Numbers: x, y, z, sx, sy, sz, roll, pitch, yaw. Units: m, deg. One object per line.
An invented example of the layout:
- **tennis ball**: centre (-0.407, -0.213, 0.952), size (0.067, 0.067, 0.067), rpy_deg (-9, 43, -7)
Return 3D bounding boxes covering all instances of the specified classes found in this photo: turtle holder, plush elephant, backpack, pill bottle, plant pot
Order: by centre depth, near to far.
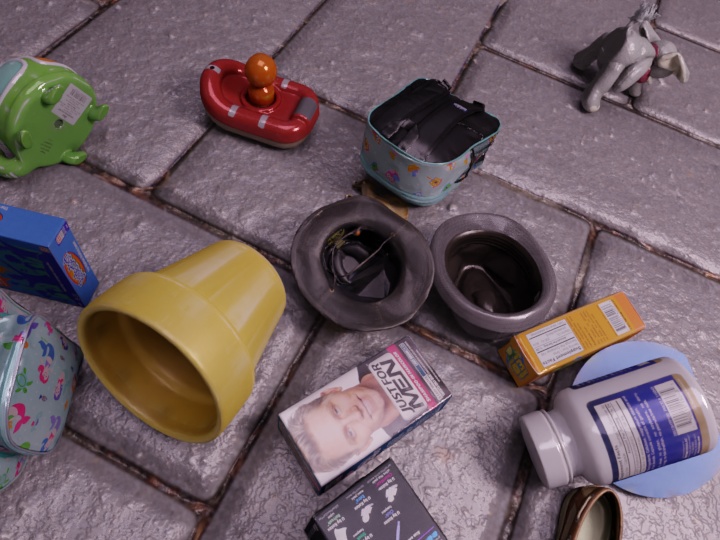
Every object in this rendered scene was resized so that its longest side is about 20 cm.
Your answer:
- **backpack**: centre (-0.401, 0.134, 0.584), size (0.149, 0.178, 0.201), rpy_deg (9, 62, 2)
- **plant pot**: centre (-0.190, 0.067, 0.661), size (0.200, 0.201, 0.189), rpy_deg (30, 43, 9)
- **pill bottle**: centre (0.307, 0.193, 0.679), size (0.199, 0.120, 0.120), rpy_deg (-19, 62, 4)
- **turtle holder**: centre (-0.484, -0.226, 0.822), size (0.131, 0.186, 0.141), rpy_deg (35, 28, 11)
- **backpack**: centre (0.096, -0.195, 0.874), size (0.176, 0.154, 0.200), rpy_deg (39, 46, 14)
- **plush elephant**: centre (0.543, -0.409, 1.085), size (0.154, 0.200, 0.166), rpy_deg (18, 48, -20)

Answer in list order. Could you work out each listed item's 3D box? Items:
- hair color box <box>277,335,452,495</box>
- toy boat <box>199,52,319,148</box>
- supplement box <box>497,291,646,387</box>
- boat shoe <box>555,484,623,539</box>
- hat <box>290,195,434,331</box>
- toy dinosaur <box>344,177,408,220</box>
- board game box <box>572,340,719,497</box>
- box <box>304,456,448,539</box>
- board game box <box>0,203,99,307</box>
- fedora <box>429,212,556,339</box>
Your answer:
- **hair color box**: centre (0.006, 0.177, 0.692), size (0.199, 0.061, 0.100), rpy_deg (-28, 67, -23)
- **toy boat**: centre (-0.165, -0.297, 0.907), size (0.199, 0.131, 0.131), rpy_deg (18, 58, 2)
- **supplement box**: centre (0.300, 0.097, 0.787), size (0.199, 0.067, 0.069), rpy_deg (-16, 66, -18)
- **boat shoe**: centre (0.255, 0.339, 0.628), size (0.075, 0.074, 0.201), rpy_deg (21, 58, 4)
- **hat**: centre (0.000, 0.000, 0.780), size (0.199, 0.081, 0.202), rpy_deg (1, 71, -4)
- **toy dinosaur**: centre (0.039, -0.076, 0.852), size (0.101, 0.058, 0.200), rpy_deg (-32, 69, -26)
- **board game box**: centre (0.381, 0.200, 0.749), size (0.157, 0.039, 0.201), rpy_deg (-15, 69, 5)
- **box**: centre (0.040, 0.321, 0.575), size (0.106, 0.123, 0.200), rpy_deg (-29, 67, -24)
- **board game box**: centre (-0.449, -0.028, 0.686), size (0.199, 0.152, 0.045), rpy_deg (14, 58, 0)
- **fedora**: centre (0.181, 0.019, 0.794), size (0.176, 0.091, 0.201), rpy_deg (-9, 52, -12)
